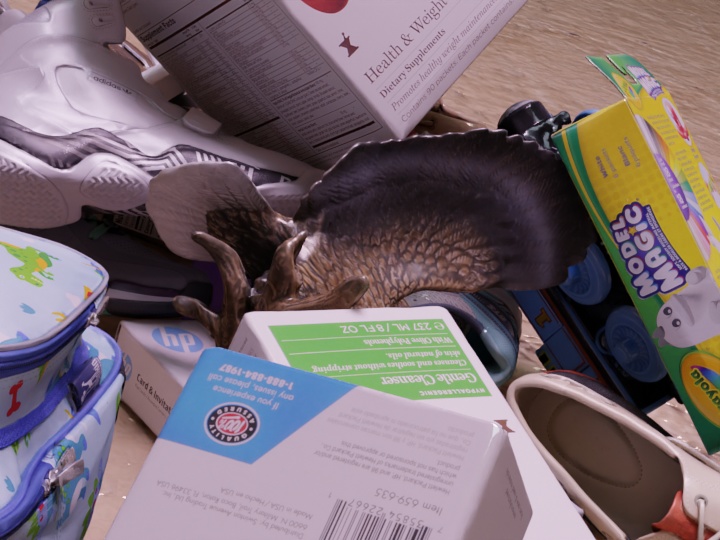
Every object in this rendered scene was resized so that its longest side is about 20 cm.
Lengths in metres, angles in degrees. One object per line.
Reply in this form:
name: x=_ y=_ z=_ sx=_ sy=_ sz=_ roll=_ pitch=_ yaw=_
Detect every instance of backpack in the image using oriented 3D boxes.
backpack: x=-0.189 y=0.058 z=0.607 sx=0.183 sy=0.147 sz=0.200 roll=16 pitch=23 yaw=0

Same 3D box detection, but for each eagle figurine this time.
eagle figurine: x=0.001 y=0.007 z=0.821 sx=0.152 sy=0.151 sz=0.200 roll=14 pitch=26 yaw=33

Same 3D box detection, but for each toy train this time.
toy train: x=0.132 y=-0.001 z=0.965 sx=0.087 sy=0.114 sz=0.200 roll=-28 pitch=79 yaw=-29

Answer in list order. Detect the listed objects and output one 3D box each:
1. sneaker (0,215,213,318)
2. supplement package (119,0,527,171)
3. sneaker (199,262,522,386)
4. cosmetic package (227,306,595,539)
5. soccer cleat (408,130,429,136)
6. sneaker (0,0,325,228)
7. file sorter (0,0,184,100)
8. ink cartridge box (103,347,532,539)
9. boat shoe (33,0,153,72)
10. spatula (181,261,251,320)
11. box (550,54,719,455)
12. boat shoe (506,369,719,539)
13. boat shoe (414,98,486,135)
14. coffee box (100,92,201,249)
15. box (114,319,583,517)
sneaker: x=-0.172 y=-0.027 z=0.871 sx=0.200 sy=0.088 sz=0.074 roll=9 pitch=-2 yaw=-2
supplement package: x=-0.022 y=-0.186 z=0.879 sx=0.200 sy=0.191 sz=0.147 roll=48 pitch=-26 yaw=-15
sneaker: x=0.004 y=0.017 z=0.975 sx=0.200 sy=0.078 sz=0.086 roll=14 pitch=24 yaw=-10
cosmetic package: x=0.022 y=0.113 z=0.659 sx=0.108 sy=0.085 sz=0.200 roll=-2 pitch=43 yaw=-36
soccer cleat: x=-0.007 y=-0.076 z=1.000 sx=0.069 sy=0.085 sz=0.200 roll=30 pitch=34 yaw=-48
sneaker: x=-0.108 y=-0.078 z=0.852 sx=0.200 sy=0.075 sz=0.115 roll=5 pitch=65 yaw=-19
file sorter: x=-0.167 y=-0.147 z=0.999 sx=0.139 sy=0.125 sz=0.200 roll=-33 pitch=12 yaw=-22
ink cartridge box: x=-0.035 y=0.135 z=0.540 sx=0.116 sy=0.067 sz=0.200 roll=14 pitch=61 yaw=23
boat shoe: x=-0.182 y=-0.132 z=1.222 sx=0.072 sy=0.072 sz=0.200 roll=6 pitch=33 yaw=-41
spatula: x=-0.136 y=-0.001 z=0.947 sx=0.200 sy=0.057 sz=0.021 roll=12 pitch=-14 yaw=0
box: x=0.159 y=-0.015 z=0.847 sx=0.200 sy=0.048 sz=0.117 roll=66 pitch=22 yaw=3
boat shoe: x=0.152 y=0.117 z=0.810 sx=0.200 sy=0.071 sz=0.063 roll=41 pitch=6 yaw=29
boat shoe: x=0.027 y=-0.104 z=1.087 sx=0.071 sy=0.065 sz=0.200 roll=7 pitch=23 yaw=-32
coffee box: x=-0.050 y=-0.045 z=1.078 sx=0.200 sy=0.080 sz=0.113 roll=20 pitch=20 yaw=3
box: x=-0.011 y=0.087 z=0.832 sx=0.156 sy=0.041 sz=0.200 roll=1 pitch=25 yaw=-39
